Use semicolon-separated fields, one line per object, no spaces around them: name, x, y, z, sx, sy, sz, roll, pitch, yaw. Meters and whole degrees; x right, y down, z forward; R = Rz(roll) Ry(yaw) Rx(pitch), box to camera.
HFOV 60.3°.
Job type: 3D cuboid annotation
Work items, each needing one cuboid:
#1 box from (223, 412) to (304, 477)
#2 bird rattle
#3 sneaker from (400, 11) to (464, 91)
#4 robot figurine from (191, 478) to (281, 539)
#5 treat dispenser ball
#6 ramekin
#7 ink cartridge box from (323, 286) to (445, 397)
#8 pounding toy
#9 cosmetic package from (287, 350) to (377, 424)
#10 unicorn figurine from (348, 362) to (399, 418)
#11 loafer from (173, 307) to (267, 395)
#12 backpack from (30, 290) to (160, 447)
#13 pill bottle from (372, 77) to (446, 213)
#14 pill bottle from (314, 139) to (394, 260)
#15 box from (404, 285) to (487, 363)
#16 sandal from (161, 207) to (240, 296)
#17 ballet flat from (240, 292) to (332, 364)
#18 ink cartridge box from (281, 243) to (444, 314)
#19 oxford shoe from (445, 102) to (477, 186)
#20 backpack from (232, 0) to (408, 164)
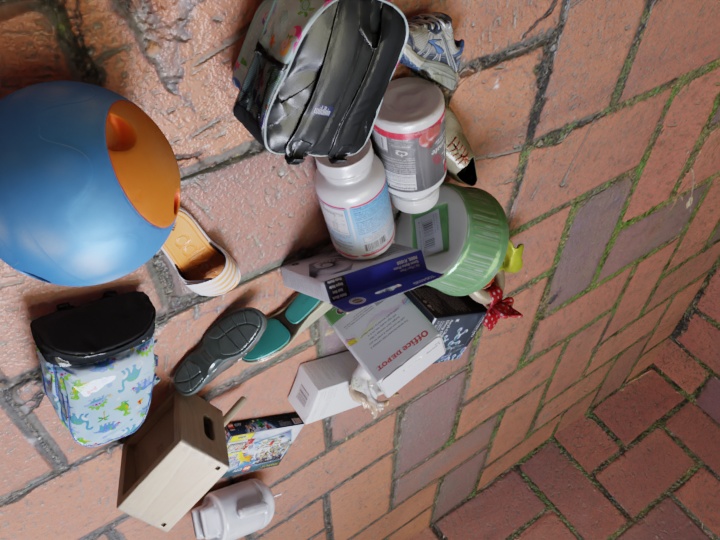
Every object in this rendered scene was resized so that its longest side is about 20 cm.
box;-0.231;0.375;1.328;0.199;0.038;0.137;5;124;-48
bird rattle;0.273;0.022;1.353;0.163;0.112;0.201;26;70;-28
sneaker;0.082;-0.323;0.858;0.200;0.077;0.086;4;116;-56
robot figurine;-0.277;0.540;1.397;0.199;0.114;0.169;-5;170;-41
treat dispenser ball;-0.283;-0.085;0.621;0.200;0.201;0.201;-26;143;-22
ramekin;0.153;-0.060;1.101;0.097;0.200;0.200;11;120;-42
ink cartridge box;0.043;0.115;1.173;0.145;0.200;0.084;-37;145;-7
pounding toy;-0.298;0.306;1.072;0.184;0.200;0.142;-46;118;6
cosmetic package;-0.043;0.242;1.335;0.199;0.081;0.113;-10;135;-40
unicorn figurine;0.031;0.182;1.243;0.201;0.137;0.074;-60;150;-1
loafer;-0.232;0.133;1.050;0.200;0.072;0.063;-41;167;10
backpack;-0.366;0.147;0.870;0.163;0.154;0.200;-17;152;-42
pill bottle;0.077;-0.184;0.958;0.110;0.111;0.200;-32;145;-14
pill bottle;-0.010;-0.115;0.948;0.108;0.109;0.200;-33;145;-14
box;0.164;0.121;1.386;0.199;0.107;0.149;-3;130;-44
sandal;-0.230;-0.008;0.887;0.079;0.059;0.207;-38;146;-6
ballet flat;-0.129;0.100;1.111;0.200;0.070;0.070;-39;146;-6
ink cartridge box;0.000;0.000;1.014;0.199;0.200;0.041;-19;111;-31
oxford shoe;0.157;-0.212;1.038;0.070;0.075;0.200;-44;146;3
backpack;-0.045;-0.246;0.729;0.177;0.151;0.200;-8;140;-44
